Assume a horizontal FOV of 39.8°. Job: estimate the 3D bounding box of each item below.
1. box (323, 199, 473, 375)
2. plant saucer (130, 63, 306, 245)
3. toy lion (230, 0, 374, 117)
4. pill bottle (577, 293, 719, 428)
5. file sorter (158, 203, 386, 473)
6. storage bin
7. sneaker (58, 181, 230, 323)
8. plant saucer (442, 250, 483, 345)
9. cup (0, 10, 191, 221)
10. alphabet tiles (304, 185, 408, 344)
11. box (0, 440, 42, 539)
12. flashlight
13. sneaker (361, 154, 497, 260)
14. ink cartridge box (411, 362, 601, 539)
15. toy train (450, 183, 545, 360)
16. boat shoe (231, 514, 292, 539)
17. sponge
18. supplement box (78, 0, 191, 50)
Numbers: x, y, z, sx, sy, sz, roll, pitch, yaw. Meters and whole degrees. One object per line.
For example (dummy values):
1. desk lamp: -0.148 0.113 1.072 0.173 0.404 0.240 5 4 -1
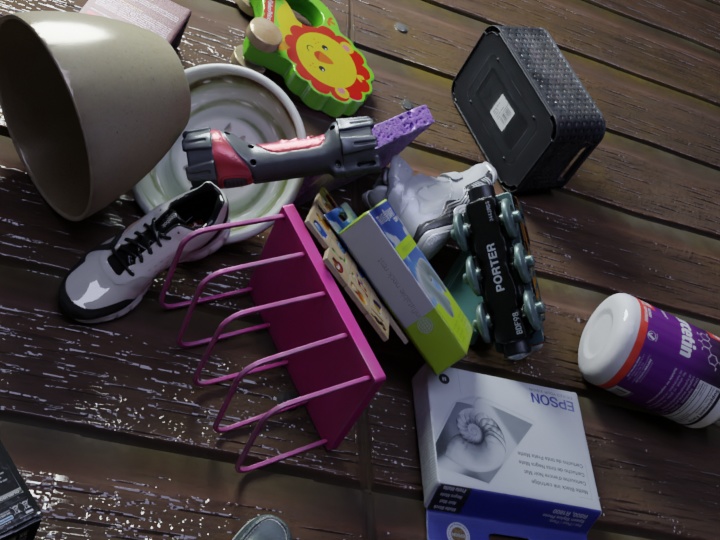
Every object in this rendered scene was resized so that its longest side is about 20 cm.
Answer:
1. box: 0.045 0.005 1.060 0.201 0.047 0.122 55 14 -2
2. plant saucer: -0.155 -0.122 1.086 0.197 0.050 0.203 0 79 0
3. toy lion: -0.070 -0.294 1.306 0.190 0.069 0.202 19 47 -24
4. pill bottle: 0.365 0.113 1.176 0.198 0.113 0.113 24 46 -10
5. file sorter: -0.093 0.067 0.943 0.124 0.139 0.201 -13 61 -32
6. storage bin: 0.222 -0.219 1.348 0.093 0.136 0.202 -6 57 -33
7. sneaker: -0.210 -0.025 0.973 0.199 0.080 0.074 -38 80 -27
8. plant saucer: 0.146 0.005 1.208 0.070 0.019 0.200 36 44 1
9. cup: -0.254 -0.168 0.987 0.142 0.201 0.201 -26 69 -34
10. alphabet tiles: 0.000 0.000 1.030 0.168 0.008 0.200 53 12 -12
11. box: -0.367 0.177 0.734 0.199 0.086 0.164 -24 68 -40
12. flashlight: -0.083 -0.125 1.031 0.197 0.069 0.068 -10 24 -5
13. sneaker: 0.086 -0.100 1.218 0.115 0.075 0.200 41 49 3
14. ink cartridge box: 0.154 0.204 1.035 0.197 0.041 0.202 13 49 -20
15. toy train: 0.166 0.003 1.136 0.114 0.084 0.203 14 61 -66
16. boat shoe: -0.094 0.283 0.817 0.072 0.062 0.201 28 46 -5
17. sponge: -0.007 -0.131 1.166 0.199 0.111 0.030 -29 85 -41
18. supplement box: -0.283 -0.252 1.147 0.108 0.061 0.201 27 47 -8
